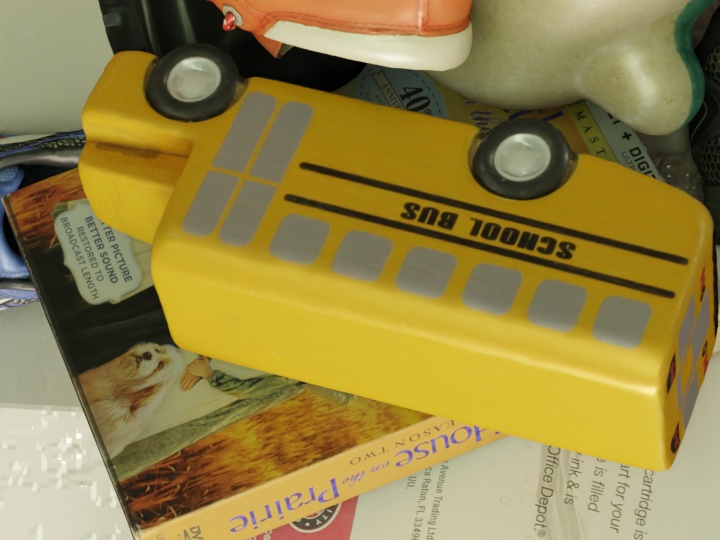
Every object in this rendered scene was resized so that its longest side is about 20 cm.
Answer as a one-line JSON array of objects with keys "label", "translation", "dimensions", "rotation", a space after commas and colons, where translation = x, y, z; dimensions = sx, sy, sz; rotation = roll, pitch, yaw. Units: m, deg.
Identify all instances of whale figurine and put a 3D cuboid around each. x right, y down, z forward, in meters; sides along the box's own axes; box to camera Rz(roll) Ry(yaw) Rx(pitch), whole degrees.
[{"label": "whale figurine", "translation": [0.088, -0.122, 0.893], "dimensions": [0.200, 0.104, 0.159], "rotation": [-12, 93, 49]}]

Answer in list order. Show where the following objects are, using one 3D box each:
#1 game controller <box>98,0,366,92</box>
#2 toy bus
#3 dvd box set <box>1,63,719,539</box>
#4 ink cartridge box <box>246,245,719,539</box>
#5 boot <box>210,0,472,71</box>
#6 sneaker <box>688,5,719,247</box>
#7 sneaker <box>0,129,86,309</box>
[{"label": "game controller", "translation": [-0.053, -0.151, 0.940], "dimensions": [0.104, 0.042, 0.200], "rotation": [-6, 101, 29]}, {"label": "toy bus", "translation": [0.008, -0.006, 0.884], "dimensions": [0.200, 0.065, 0.078], "rotation": [14, 60, 17]}, {"label": "dvd box set", "translation": [0.000, 0.000, 0.941], "dimensions": [0.200, 0.029, 0.146], "rotation": [-20, 55, -6]}, {"label": "ink cartridge box", "translation": [0.067, 0.068, 0.957], "dimensions": [0.200, 0.084, 0.145], "rotation": [4, 58, 15]}, {"label": "boot", "translation": [-0.049, -0.119, 0.884], "dimensions": [0.200, 0.075, 0.107], "rotation": [16, 118, 25]}, {"label": "sneaker", "translation": [0.199, -0.076, 0.943], "dimensions": [0.199, 0.076, 0.114], "rotation": [-9, 100, 22]}, {"label": "sneaker", "translation": [-0.130, -0.019, 1.040], "dimensions": [0.200, 0.078, 0.075], "rotation": [-13, 92, 16]}]
